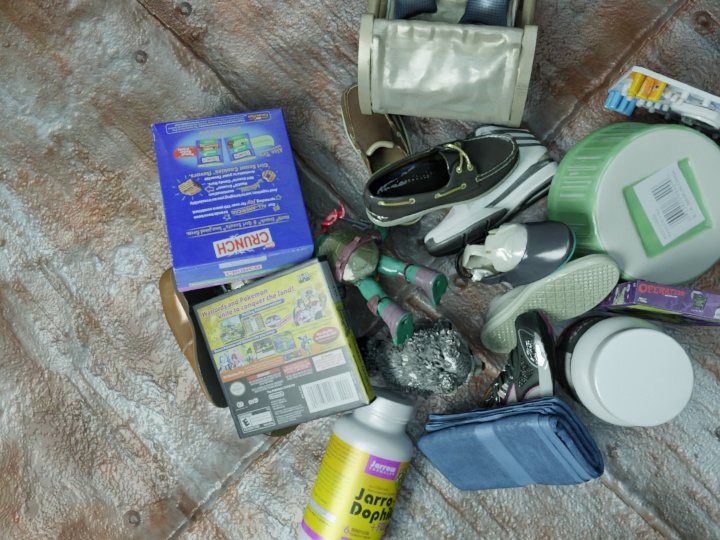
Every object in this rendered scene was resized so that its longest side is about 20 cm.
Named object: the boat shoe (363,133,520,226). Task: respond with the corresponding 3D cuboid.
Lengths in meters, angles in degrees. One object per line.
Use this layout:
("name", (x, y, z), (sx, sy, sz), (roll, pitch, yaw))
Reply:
("boat shoe", (0.098, -0.113, 0.771), (0.200, 0.061, 0.072), (-24, 70, -1))

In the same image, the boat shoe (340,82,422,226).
("boat shoe", (0.031, -0.158, 0.844), (0.074, 0.075, 0.204), (-27, 83, 5))

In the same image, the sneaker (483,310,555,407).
("sneaker", (0.186, 0.144, 0.773), (0.086, 0.080, 0.202), (-1, 116, 18))

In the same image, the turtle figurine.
("turtle figurine", (0.000, 0.000, 0.805), (0.199, 0.101, 0.150), (32, 88, 34))

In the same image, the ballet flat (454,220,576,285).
("ballet flat", (0.163, -0.018, 0.754), (0.072, 0.200, 0.074), (2, 83, -16))

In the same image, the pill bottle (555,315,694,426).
("pill bottle", (0.285, 0.108, 0.728), (0.115, 0.200, 0.118), (0, 86, 7))

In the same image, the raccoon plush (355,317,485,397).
("raccoon plush", (0.049, 0.119, 0.793), (0.198, 0.134, 0.098), (-15, 86, 7))

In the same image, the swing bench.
("swing bench", (0.107, -0.292, 0.791), (0.197, 0.130, 0.202), (6, 69, 7))

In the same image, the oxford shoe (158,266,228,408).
("oxford shoe", (-0.217, 0.089, 0.880), (0.071, 0.071, 0.202), (-21, 85, 36))

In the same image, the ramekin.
("ramekin", (0.329, -0.074, 0.758), (0.198, 0.098, 0.202), (-1, 96, -6))

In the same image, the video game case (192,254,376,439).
("video game case", (-0.097, 0.098, 0.805), (0.199, 0.025, 0.182), (-20, 90, 26))

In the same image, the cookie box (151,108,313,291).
("cookie box", (-0.162, -0.091, 0.823), (0.170, 0.075, 0.202), (-10, 69, -12))

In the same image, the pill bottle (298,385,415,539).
("pill bottle", (0.002, 0.248, 0.808), (0.103, 0.104, 0.202), (19, 89, 9))

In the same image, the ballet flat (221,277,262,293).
("ballet flat", (-0.164, 0.003, 0.866), (0.074, 0.074, 0.201), (-36, 83, 4))

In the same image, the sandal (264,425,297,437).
("sandal", (-0.088, 0.125, 0.850), (0.081, 0.055, 0.202), (21, 104, 19))

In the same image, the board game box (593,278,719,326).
("board game box", (0.336, 0.039, 0.725), (0.119, 0.200, 0.033), (15, 87, 8))

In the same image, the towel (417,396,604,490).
("towel", (0.169, 0.203, 0.757), (0.199, 0.049, 0.112), (-24, 112, 43))

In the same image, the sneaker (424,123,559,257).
("sneaker", (0.147, -0.108, 0.836), (0.200, 0.076, 0.116), (-33, 74, -3))

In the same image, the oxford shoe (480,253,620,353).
("oxford shoe", (0.214, 0.030, 0.769), (0.075, 0.200, 0.058), (30, 47, -16))

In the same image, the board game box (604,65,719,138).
("board game box", (0.380, -0.167, 0.736), (0.199, 0.200, 0.026), (26, 103, 9))
